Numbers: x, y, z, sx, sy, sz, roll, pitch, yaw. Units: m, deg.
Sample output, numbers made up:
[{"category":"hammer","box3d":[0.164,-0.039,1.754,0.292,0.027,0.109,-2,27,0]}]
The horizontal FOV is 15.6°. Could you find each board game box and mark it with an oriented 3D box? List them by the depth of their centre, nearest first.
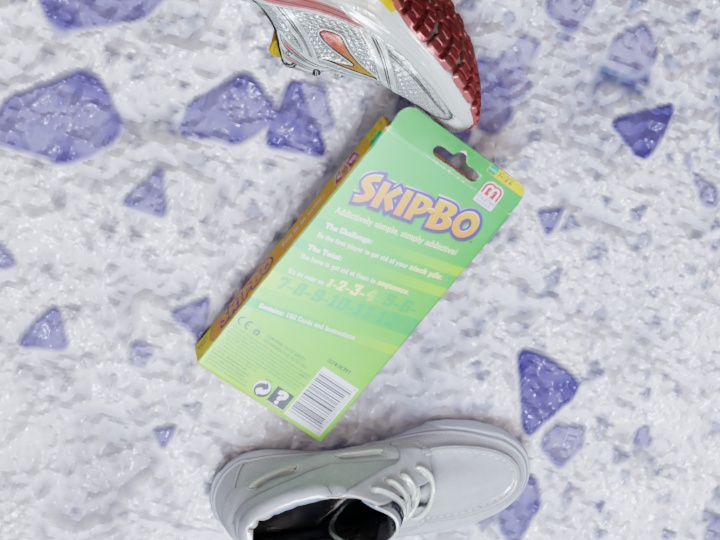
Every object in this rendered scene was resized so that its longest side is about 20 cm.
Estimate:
[{"category":"board game box","box3d":[0.000,0.000,1.544,0.095,0.030,0.200,34,107,-21]}]

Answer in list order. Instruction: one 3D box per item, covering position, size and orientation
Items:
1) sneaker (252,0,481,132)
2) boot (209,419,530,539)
[{"category":"sneaker","box3d":[-0.007,-0.145,1.501,0.082,0.078,0.200,-37,119,27]},{"category":"boot","box3d":[0.016,0.141,1.568,0.200,0.096,0.074,-8,108,-13]}]
